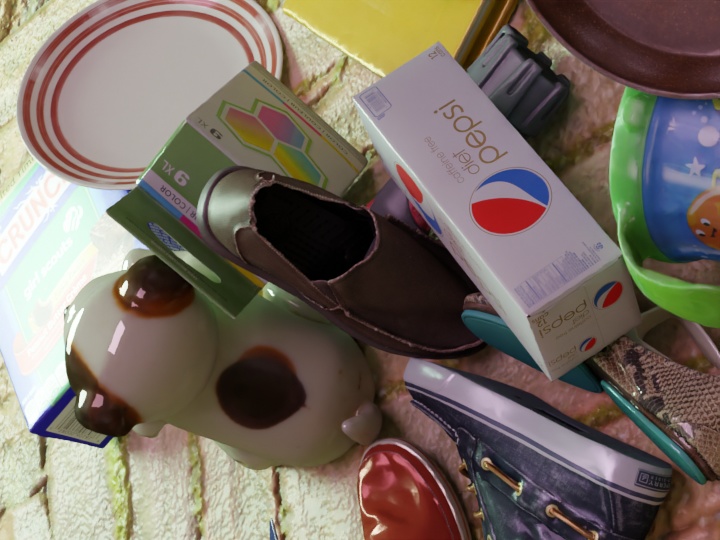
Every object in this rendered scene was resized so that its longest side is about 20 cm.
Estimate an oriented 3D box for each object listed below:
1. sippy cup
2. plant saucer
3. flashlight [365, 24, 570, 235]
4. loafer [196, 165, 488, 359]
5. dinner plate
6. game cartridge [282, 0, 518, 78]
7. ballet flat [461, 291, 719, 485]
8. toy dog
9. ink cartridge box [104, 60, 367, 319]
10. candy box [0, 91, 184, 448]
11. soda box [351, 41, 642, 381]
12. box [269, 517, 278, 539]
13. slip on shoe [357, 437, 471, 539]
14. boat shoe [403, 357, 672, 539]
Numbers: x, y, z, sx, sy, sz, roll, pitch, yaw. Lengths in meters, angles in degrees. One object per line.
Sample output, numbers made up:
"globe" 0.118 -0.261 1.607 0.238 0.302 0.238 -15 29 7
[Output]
"sippy cup" 0.217 -0.058 1.024 0.130 0.139 0.180 17 98 36
"plant saucer" 0.166 -0.185 0.971 0.198 0.034 0.202 4 102 18
"flashlight" 0.051 -0.051 1.237 0.200 0.068 0.068 -49 13 17
"loafer" 0.000 0.000 1.167 0.074 0.199 0.071 -71 18 -7
"dinner plate" -0.150 -0.131 1.439 0.198 0.024 0.202 -8 53 10
"game cartridge" 0.039 -0.217 1.331 0.200 0.032 0.177 40 106 48
"ballet flat" 0.146 0.045 1.113 0.075 0.068 0.200 -50 48 -9
"toy dog" -0.100 0.062 1.250 0.194 0.199 0.140 45 109 45
"ink cartridge box" -0.072 -0.055 1.254 0.104 0.200 0.059 41 114 -2
"candy box" -0.195 -0.002 1.462 0.169 0.077 0.201 -47 46 22
"soda box" 0.074 -0.036 1.116 0.063 0.068 0.200 -32 51 -5
"box" -0.015 0.252 1.169 0.122 0.032 0.201 91 162 -55
"slip on shoe" 0.027 0.189 1.178 0.074 0.061 0.202 -32 54 37
"boat shoe" 0.083 0.118 1.137 0.200 0.071 0.092 25 96 48
